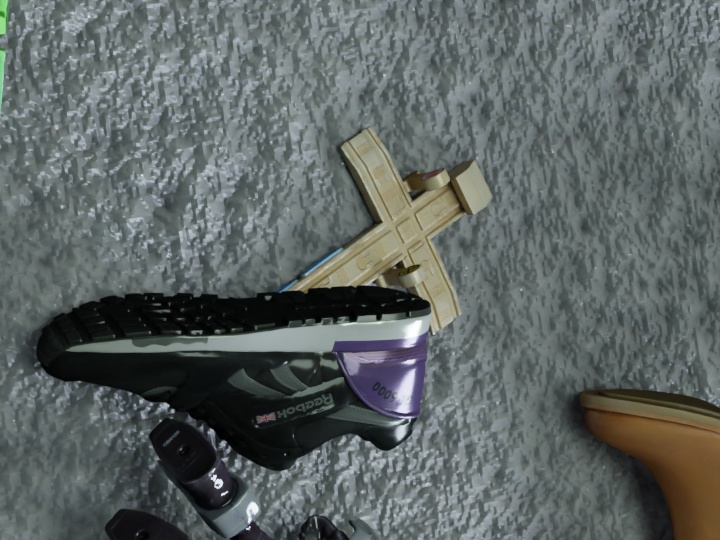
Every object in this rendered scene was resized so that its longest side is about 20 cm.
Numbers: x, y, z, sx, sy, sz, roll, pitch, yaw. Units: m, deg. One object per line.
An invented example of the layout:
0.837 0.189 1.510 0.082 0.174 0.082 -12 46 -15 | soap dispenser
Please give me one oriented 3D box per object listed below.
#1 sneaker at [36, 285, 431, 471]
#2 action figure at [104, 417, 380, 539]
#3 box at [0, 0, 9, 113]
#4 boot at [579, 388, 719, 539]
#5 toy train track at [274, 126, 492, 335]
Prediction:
-0.060 0.060 1.448 0.199 0.076 0.088 -1 104 -18 | sneaker
-0.045 0.163 1.453 0.130 0.069 0.200 -53 131 -19 | action figure
-0.246 -0.125 1.357 0.200 0.048 0.118 7 84 -36 | box
0.193 0.157 1.631 0.199 0.074 0.155 20 94 -10 | boot
0.000 0.000 1.529 0.200 0.032 0.115 -36 107 -30 | toy train track
